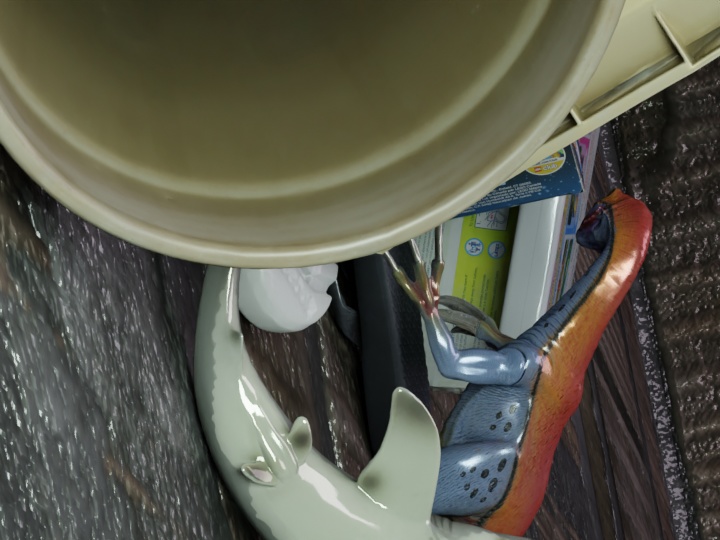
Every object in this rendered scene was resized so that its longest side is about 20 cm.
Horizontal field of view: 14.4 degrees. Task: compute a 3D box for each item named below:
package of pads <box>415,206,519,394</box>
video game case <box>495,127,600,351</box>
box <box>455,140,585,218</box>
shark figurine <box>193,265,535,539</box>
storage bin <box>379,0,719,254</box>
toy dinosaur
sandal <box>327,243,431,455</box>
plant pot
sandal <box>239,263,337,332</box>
[{"bbox_3d":[0.057,-0.031,1.460,0.200,0.068,0.155,-55,154,-74],"label":"package of pads"},{"bbox_3d":[0.098,-0.057,1.377,0.182,0.024,0.201,-6,106,-82],"label":"video game case"},{"bbox_3d":[0.021,-0.098,1.248,0.200,0.136,0.038,-93,167,-48],"label":"box"},{"bbox_3d":[-0.026,0.061,1.026,0.215,0.128,0.089,58,-12,-12],"label":"shark figurine"},{"bbox_3d":[0.036,-0.141,1.046,0.199,0.200,0.094,58,15,-6],"label":"storage bin"},{"bbox_3d":[0.066,0.058,1.175,0.200,0.181,0.105,56,15,1],"label":"toy dinosaur"},{"bbox_3d":[0.000,0.001,1.323,0.076,0.043,0.201,-59,146,-67],"label":"sandal"},{"bbox_3d":[-0.036,-0.126,0.853,0.174,0.199,0.200,-118,-172,-60],"label":"plant pot"},{"bbox_3d":[-0.038,-0.070,1.150,0.082,0.050,0.203,46,43,-46],"label":"sandal"}]
